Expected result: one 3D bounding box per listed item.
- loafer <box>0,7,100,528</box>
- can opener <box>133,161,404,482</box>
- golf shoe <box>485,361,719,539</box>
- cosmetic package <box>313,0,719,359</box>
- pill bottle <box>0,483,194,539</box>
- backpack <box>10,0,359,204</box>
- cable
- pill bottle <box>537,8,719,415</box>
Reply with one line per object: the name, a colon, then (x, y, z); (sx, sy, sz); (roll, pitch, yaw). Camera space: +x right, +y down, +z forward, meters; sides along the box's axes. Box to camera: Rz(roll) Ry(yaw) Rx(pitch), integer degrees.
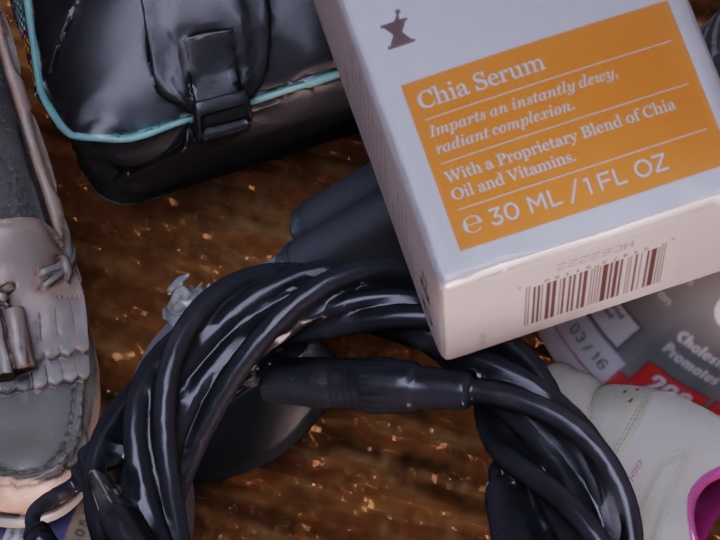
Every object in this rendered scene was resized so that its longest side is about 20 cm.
loafer: (-0.128, -0.013, 0.989); (0.072, 0.063, 0.201); (-6, 55, -13)
can opener: (0.000, 0.000, 1.028); (0.200, 0.053, 0.066); (-35, 112, 28)
golf shoe: (0.077, 0.128, 0.935); (0.091, 0.075, 0.201); (8, 75, 7)
cosmetic package: (0.039, -0.087, 0.911); (0.101, 0.071, 0.201); (-18, 70, -4)
pill bottle: (-0.166, 0.093, 1.021); (0.199, 0.111, 0.112); (14, 78, 9)
backpack: (-0.045, -0.138, 1.044); (0.175, 0.153, 0.201); (-18, 83, 0)
cable: (0.005, 0.091, 0.907); (0.163, 0.051, 0.200); (-40, 66, -11)
pill bottle: (0.148, -0.037, 0.963); (0.114, 0.200, 0.114); (20, 48, -24)
